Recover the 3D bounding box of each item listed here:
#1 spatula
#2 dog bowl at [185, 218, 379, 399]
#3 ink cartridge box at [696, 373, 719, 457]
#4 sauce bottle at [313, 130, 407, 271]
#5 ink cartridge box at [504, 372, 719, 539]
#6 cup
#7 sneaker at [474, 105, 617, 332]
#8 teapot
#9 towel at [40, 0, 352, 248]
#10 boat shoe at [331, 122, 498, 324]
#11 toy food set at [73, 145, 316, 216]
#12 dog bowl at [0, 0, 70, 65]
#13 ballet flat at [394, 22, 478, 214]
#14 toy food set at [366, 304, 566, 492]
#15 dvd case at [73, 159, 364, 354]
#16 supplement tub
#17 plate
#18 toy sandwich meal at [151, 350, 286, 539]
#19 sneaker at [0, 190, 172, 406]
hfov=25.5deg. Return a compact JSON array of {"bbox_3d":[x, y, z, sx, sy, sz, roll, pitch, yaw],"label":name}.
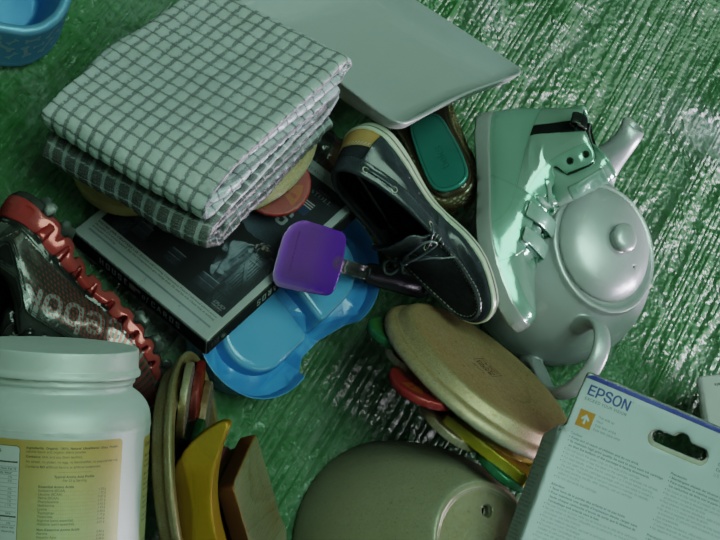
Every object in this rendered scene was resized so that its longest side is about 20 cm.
[{"bbox_3d":[0.000,0.000,1.339,0.199,0.020,0.057,14,90,-53],"label":"spatula"},{"bbox_3d":[-0.068,0.028,1.350,0.112,0.049,0.200,52,58,-10],"label":"dog bowl"},{"bbox_3d":[0.375,0.202,1.515,0.083,0.145,0.202,-9,79,12],"label":"ink cartridge box"},{"bbox_3d":[0.008,-0.069,1.414,0.200,0.066,0.066,43,59,-14],"label":"sauce bottle"},{"bbox_3d":[0.219,0.205,1.261,0.198,0.041,0.202,23,87,-14],"label":"ink cartridge box"},{"bbox_3d":[0.062,0.232,1.322,0.198,0.143,0.203,9,73,-29],"label":"cup"},{"bbox_3d":[0.163,-0.051,1.376,0.074,0.117,0.203,35,49,-64],"label":"sneaker"},{"bbox_3d":[0.199,-0.008,1.468,0.196,0.146,0.202,-27,93,-33],"label":"teapot"},{"bbox_3d":[-0.126,-0.121,1.240,0.165,0.086,0.200,28,52,19],"label":"towel"},{"bbox_3d":[0.042,-0.028,1.323,0.201,0.074,0.062,54,48,-18],"label":"boat shoe"},{"bbox_3d":[-0.128,-0.116,1.316,0.196,0.049,0.201,15,55,2],"label":"toy food set"},{"bbox_3d":[-0.319,-0.229,1.252,0.198,0.049,0.113,5,75,-30],"label":"dog bowl"},{"bbox_3d":[0.059,-0.134,1.459,0.070,0.065,0.202,-16,61,5],"label":"ballet flat"},{"bbox_3d":[0.092,0.098,1.338,0.199,0.049,0.198,39,16,5],"label":"toy food set"},{"bbox_3d":[-0.114,-0.040,1.314,0.150,0.025,0.200,37,58,15],"label":"dvd case"},{"bbox_3d":[-0.223,0.152,1.140,0.143,0.144,0.203,2,92,-31],"label":"supplement tub"},{"bbox_3d":[0.013,-0.192,1.398,0.199,0.033,0.199,36,37,22],"label":"plate"},{"bbox_3d":[-0.106,0.161,1.220,0.069,0.205,0.208,-5,77,6],"label":"toy sandwich meal"},{"bbox_3d":[-0.229,0.040,1.236,0.098,0.071,0.201,-46,106,-25],"label":"sneaker"}]
